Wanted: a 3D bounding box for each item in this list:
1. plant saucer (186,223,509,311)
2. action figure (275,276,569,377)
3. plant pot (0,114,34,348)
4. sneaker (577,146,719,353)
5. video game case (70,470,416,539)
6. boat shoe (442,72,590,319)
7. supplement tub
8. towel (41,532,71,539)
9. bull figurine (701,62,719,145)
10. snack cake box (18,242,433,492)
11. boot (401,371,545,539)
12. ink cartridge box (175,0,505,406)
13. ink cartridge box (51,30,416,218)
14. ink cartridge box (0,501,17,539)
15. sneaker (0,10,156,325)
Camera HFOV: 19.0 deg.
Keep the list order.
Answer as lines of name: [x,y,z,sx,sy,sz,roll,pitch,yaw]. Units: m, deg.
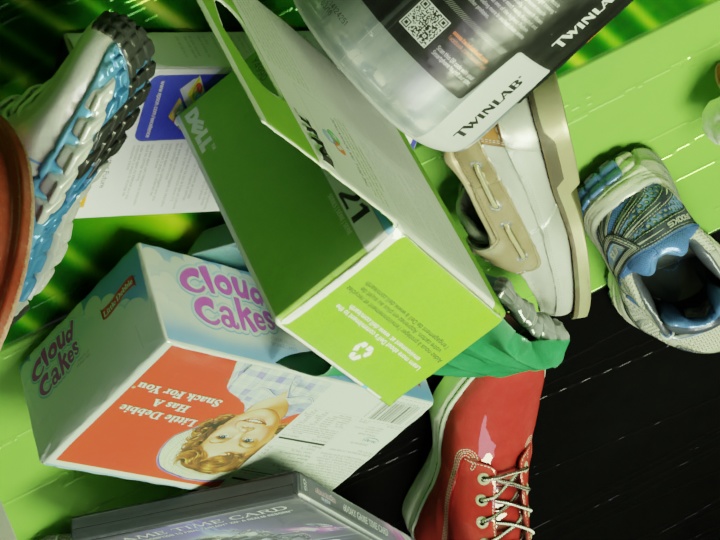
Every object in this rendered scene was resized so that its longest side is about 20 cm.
plant saucer: [0.000,0.000,1.188,0.070,0.019,0.200,-15,159,42]
action figure: [0.057,0.034,1.177,0.118,0.055,0.200,-12,167,32]
plant pot: [-0.274,-0.020,0.889,0.195,0.201,0.201,29,115,-39]
sneaker: [0.189,0.013,1.290,0.077,0.085,0.200,-35,143,8]
video game case: [-0.063,0.162,1.283,0.142,0.019,0.200,-13,157,18]
boat shoe: [0.087,-0.039,1.187,0.068,0.075,0.200,-12,142,4]
supplement tub: [0.075,-0.160,0.992,0.200,0.123,0.122,-42,141,17]
towel: [-0.196,0.256,1.326,0.200,0.086,0.166,-37,143,7]
bull figurine: [0.277,-0.069,1.257,0.121,0.065,0.200,-5,158,23]
snack cake box: [-0.072,0.063,1.186,0.200,0.067,0.115,16,133,-43]
boot: [0.093,0.147,1.334,0.072,0.144,0.200,-8,136,-23]
ink cartridge box: [-0.037,-0.047,0.977,0.076,0.148,0.200,-39,139,13]
ink cartridge box: [-0.062,-0.074,1.075,0.199,0.037,0.095,-2,134,-27]
ink cartridge box: [-0.225,0.202,1.151,0.084,0.200,0.145,-11,139,-28]
sneaker: [-0.165,-0.052,0.990,0.200,0.087,0.075,-53,177,38]
